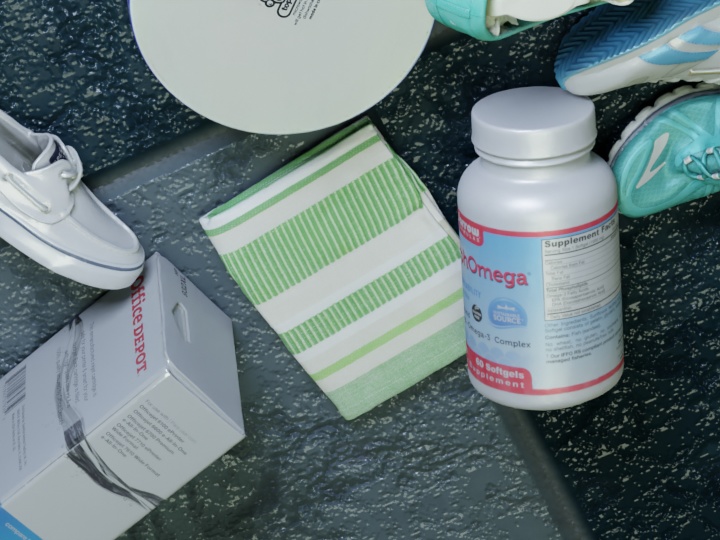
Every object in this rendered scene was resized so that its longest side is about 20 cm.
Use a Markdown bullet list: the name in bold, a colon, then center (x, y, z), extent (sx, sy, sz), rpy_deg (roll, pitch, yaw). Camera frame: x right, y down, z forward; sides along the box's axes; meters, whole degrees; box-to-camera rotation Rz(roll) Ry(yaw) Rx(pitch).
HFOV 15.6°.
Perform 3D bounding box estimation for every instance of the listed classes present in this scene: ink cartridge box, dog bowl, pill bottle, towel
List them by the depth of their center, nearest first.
- **dog bowl**: center (-0.051, -0.190, 1.663), extent (0.199, 0.079, 0.201), rpy_deg (-3, 122, -5)
- **pill bottle**: center (0.121, -0.016, 1.770), extent (0.108, 0.109, 0.201), rpy_deg (-6, 114, -3)
- **ink cartridge box**: center (-0.181, 0.106, 1.793), extent (0.200, 0.145, 0.084), rpy_deg (-38, 119, 16)
- **towel**: center (0.000, 0.000, 1.823), extent (0.152, 0.023, 0.200), rpy_deg (-31, 122, 13)

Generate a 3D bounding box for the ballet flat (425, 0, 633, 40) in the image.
- **ballet flat**: center (0.135, -0.184, 1.649), extent (0.199, 0.070, 0.068), rpy_deg (-19, 130, -27)

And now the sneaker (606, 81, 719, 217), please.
- **sneaker**: center (0.257, -0.088, 1.765), extent (0.199, 0.080, 0.078), rpy_deg (-23, 122, 8)

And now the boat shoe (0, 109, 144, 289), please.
- **boat shoe**: center (-0.216, -0.059, 1.728), extent (0.200, 0.074, 0.065), rpy_deg (31, 118, -25)

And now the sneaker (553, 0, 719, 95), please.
- **sneaker**: center (0.225, -0.153, 1.723), extent (0.199, 0.077, 0.081), rpy_deg (-21, 124, 8)
